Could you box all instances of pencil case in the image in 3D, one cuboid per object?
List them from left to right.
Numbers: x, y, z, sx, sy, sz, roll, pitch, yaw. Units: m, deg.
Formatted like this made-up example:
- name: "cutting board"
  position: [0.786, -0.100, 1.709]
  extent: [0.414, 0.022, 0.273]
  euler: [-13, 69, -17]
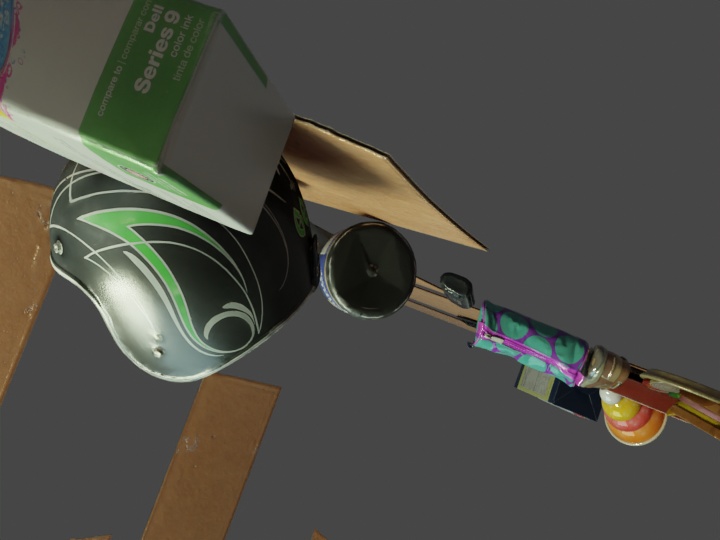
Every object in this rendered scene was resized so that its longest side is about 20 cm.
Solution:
- name: "pencil case"
  position: [0.288, 0.126, 1.171]
  extent: [0.195, 0.087, 0.093]
  euler: [21, -155, 6]

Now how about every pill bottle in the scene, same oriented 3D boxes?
- name: "pill bottle"
  position: [0.000, 0.000, 0.876]
  extent: [0.109, 0.115, 0.200]
  euler: [22, 177, -8]

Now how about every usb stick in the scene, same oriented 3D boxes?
- name: "usb stick"
  position: [0.155, 0.033, 1.081]
  extent: [0.055, 0.033, 0.200]
  euler: [29, 178, 13]

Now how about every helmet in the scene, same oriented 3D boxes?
- name: "helmet"
  position: [-0.143, -0.035, 0.550]
  extent: [0.193, 0.198, 0.199]
  euler: [59, 163, -20]

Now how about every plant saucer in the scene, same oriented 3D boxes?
- name: "plant saucer"
  position: [0.553, 0.232, 1.345]
  extent: [0.196, 0.038, 0.198]
  euler: [20, -175, 26]

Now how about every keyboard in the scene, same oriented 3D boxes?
- name: "keyboard"
  position: [0.362, 0.180, 2.015]
  extent: [0.102, 0.041, 0.199]
  euler: [25, 177, -21]

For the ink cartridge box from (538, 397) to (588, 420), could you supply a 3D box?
- name: "ink cartridge box"
  position: [0.791, 0.457, 2.594]
  extent: [0.196, 0.151, 0.082]
  euler: [19, 175, 36]

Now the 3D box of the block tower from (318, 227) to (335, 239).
- name: "block tower"
  position: [-0.110, -0.059, 1.214]
  extent: [0.195, 0.055, 0.058]
  euler: [22, 178, 9]

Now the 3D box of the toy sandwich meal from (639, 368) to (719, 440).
- name: "toy sandwich meal"
  position: [0.559, 0.231, 1.140]
  extent: [0.200, 0.072, 0.205]
  euler: [23, 177, 1]

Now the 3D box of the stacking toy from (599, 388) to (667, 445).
- name: "stacking toy"
  position: [0.583, 0.290, 1.516]
  extent: [0.144, 0.149, 0.199]
  euler: [18, 166, 48]

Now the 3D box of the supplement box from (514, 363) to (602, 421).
- name: "supplement box"
  position: [0.627, 0.353, 2.133]
  extent: [0.196, 0.138, 0.199]
  euler: [23, 177, -23]

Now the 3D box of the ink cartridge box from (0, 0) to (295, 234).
- name: "ink cartridge box"
  position: [-0.153, -0.107, 0.394]
  extent: [0.195, 0.090, 0.145]
  euler: [20, 176, 12]

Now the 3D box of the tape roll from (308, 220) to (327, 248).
- name: "tape roll"
  position: [-0.145, -0.049, 1.087]
  extent: [0.196, 0.067, 0.201]
  euler: [26, 162, 9]

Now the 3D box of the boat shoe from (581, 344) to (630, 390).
- name: "boat shoe"
  position: [0.430, 0.179, 1.198]
  extent: [0.070, 0.078, 0.200]
  euler: [19, 178, 15]
